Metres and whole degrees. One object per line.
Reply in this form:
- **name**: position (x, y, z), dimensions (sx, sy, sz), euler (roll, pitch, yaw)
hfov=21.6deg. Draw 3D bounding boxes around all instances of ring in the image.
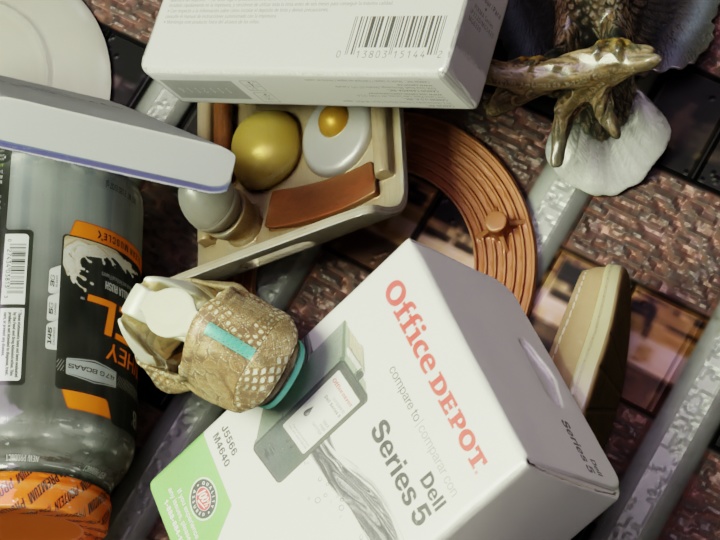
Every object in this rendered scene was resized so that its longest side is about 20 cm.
- **ring**: position (0.000, 0.000, 1.053), dimensions (0.198, 0.019, 0.203), euler (-6, 68, 15)

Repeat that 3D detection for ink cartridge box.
- **ink cartridge box**: position (-0.008, -0.176, 1.005), dimensions (0.198, 0.045, 0.178), euler (5, 71, 35)
- **ink cartridge box**: position (0.007, 0.107, 0.926), dimensions (0.200, 0.084, 0.146), euler (-44, 50, 20)

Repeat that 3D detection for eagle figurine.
- **eagle figurine**: position (0.127, -0.160, 1.037), dimensions (0.151, 0.151, 0.201), euler (30, 40, -14)

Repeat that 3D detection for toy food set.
- **toy food set**: position (-0.051, -0.095, 1.052), dimensions (0.142, 0.060, 0.202), euler (-20, 59, 30)

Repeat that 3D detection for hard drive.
- **hard drive**: position (-0.162, -0.080, 1.020), dimensions (0.200, 0.131, 0.026), euler (26, 103, 63)

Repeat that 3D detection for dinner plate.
- **dinner plate**: position (-0.249, -0.104, 1.167), dimensions (0.198, 0.024, 0.202), euler (-6, 69, 15)

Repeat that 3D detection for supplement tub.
- **supplement tub**: position (-0.181, 0.044, 1.032), dimensions (0.121, 0.123, 0.202), euler (-7, 68, 14)

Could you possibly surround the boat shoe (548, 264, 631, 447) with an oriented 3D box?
- **boat shoe**: position (0.086, 0.086, 0.964), dimensions (0.064, 0.071, 0.202), euler (16, 76, 21)

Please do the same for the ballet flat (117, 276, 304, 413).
- **ballet flat**: position (-0.087, 0.028, 0.971), dimensions (0.065, 0.200, 0.071), euler (33, 78, -19)
